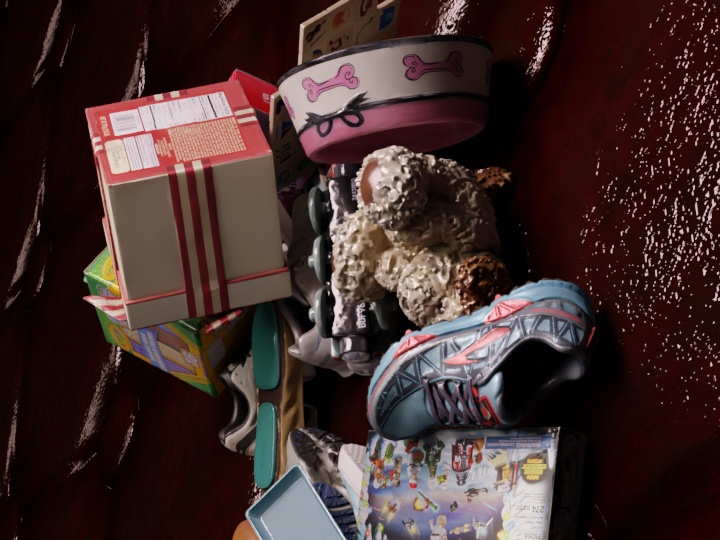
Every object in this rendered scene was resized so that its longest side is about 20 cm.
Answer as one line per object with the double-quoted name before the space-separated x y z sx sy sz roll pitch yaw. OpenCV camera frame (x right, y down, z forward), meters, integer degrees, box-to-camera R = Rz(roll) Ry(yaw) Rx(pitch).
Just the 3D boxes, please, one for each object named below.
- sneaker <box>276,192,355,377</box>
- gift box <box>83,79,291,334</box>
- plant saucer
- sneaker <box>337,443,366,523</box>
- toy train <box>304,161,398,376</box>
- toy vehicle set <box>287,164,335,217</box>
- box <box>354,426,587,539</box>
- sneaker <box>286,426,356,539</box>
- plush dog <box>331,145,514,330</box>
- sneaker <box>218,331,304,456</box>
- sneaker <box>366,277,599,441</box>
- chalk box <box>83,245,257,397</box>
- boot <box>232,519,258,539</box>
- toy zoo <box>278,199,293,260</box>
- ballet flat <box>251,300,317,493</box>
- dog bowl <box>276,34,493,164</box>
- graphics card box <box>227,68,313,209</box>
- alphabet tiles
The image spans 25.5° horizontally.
"sneaker" -0.043 0.006 1.578 0.074 0.087 0.201 -40 51 39
"gift box" -0.182 -0.057 1.544 0.185 0.198 0.188 -109 11 -55
"plant saucer" -0.033 0.257 1.374 0.070 0.019 0.200 -44 45 7
"sneaker" 0.017 0.223 1.375 0.082 0.074 0.200 -63 27 13
"toy train" 0.000 0.000 1.504 0.114 0.085 0.201 55 -151 -63
"toy vehicle set" -0.042 -0.082 1.721 0.125 0.026 0.201 -60 29 31
"box" 0.079 0.193 1.234 0.199 0.040 0.138 -7 69 44
"sneaker" -0.033 0.237 1.493 0.200 0.076 0.086 -105 28 -59
"plush dog" 0.075 -0.001 1.344 0.200 0.159 0.173 118 138 -61
"sneaker" -0.100 0.095 1.648 0.076 0.087 0.202 171 106 -70
"sneaker" 0.088 0.081 1.209 0.199 0.079 0.096 -31 30 18
"chalk box" -0.206 0.020 1.698 0.125 0.199 0.124 -51 -27 -30
"boot" -0.162 0.333 1.590 0.077 0.154 0.201 -35 46 54
"toy zoo" -0.141 -0.064 1.693 0.131 0.201 0.020 -12 29 39
"ballet flat" -0.075 0.124 1.601 0.068 0.063 0.202 3 92 58
"dog bowl" 0.027 -0.149 1.436 0.200 0.199 0.074 -21 77 60
"graphics card box" -0.125 -0.114 1.728 0.200 0.125 0.051 -51 25 41
"alphabet tiles" -0.026 -0.180 1.536 0.008 0.167 0.201 39 146 25
